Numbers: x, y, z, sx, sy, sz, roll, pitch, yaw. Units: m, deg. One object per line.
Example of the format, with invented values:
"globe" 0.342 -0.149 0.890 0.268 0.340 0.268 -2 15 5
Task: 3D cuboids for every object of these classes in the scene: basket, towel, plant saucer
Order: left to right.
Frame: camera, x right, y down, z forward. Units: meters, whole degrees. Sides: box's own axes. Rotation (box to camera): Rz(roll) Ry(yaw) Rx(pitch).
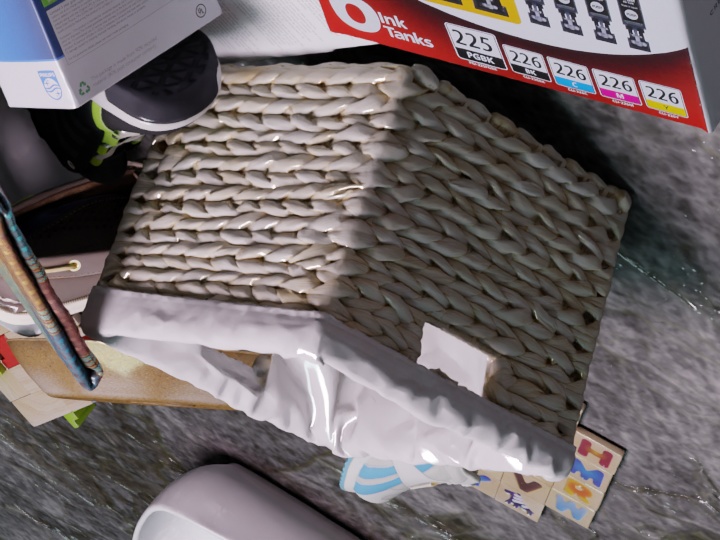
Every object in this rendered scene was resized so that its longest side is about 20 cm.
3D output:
"towel" -0.201 -0.041 1.371 0.200 0.022 0.147 49 169 40
"plant saucer" -0.123 0.067 1.656 0.200 0.035 0.200 3 175 0
"basket" 0.000 0.000 1.370 0.198 0.161 0.200 28 163 -39

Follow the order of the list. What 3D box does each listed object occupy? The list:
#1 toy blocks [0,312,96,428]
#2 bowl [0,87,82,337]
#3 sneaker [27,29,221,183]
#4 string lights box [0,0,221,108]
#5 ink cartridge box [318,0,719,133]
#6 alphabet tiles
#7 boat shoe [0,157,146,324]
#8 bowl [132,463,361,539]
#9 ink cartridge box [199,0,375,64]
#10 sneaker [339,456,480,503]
"toy blocks" -0.225 0.024 1.836 0.137 0.100 0.200 -22 114 46
"bowl" -0.218 -0.066 1.609 0.201 0.090 0.201 45 156 26
"sneaker" -0.123 -0.085 1.369 0.200 0.072 0.083 28 132 60
"string lights box" -0.151 -0.188 1.245 0.059 0.103 0.200 4 123 47
"ink cartridge box" 0.065 -0.165 1.125 0.200 0.084 0.176 17 150 29
"alphabet tiles" 0.085 0.102 1.700 0.166 0.006 0.200 29 155 9
"boat shoe" -0.123 -0.031 1.493 0.060 0.200 0.072 90 157 -60
"bowl" -0.073 0.226 2.039 0.200 0.075 0.200 31 157 2
"ink cartridge box" -0.054 -0.160 1.320 0.200 0.050 0.109 -1 139 49
"sneaker" 0.041 0.109 1.668 0.081 0.077 0.200 27 159 1
